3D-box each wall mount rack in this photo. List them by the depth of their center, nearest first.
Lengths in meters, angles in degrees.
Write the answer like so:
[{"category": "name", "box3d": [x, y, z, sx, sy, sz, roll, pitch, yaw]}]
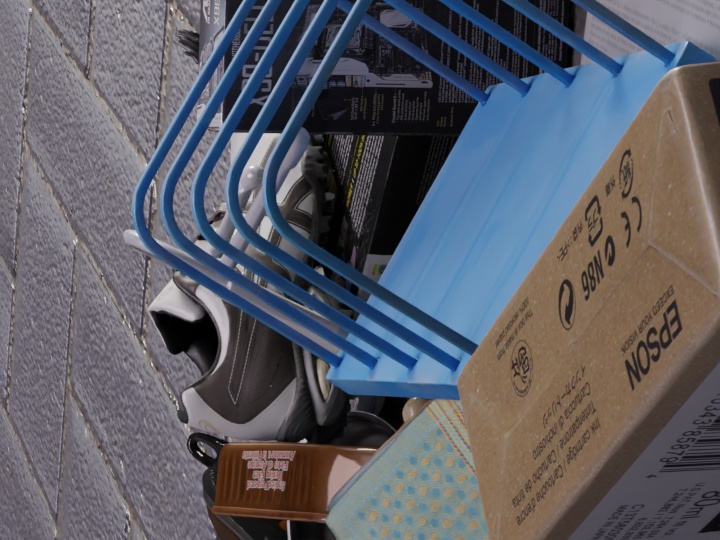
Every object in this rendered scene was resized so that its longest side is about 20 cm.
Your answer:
[{"category": "wall mount rack", "box3d": [0.000, 0.000, 1.315, 0.075, 0.200, 0.174, -65, 7, -4]}]

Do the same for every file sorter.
[{"category": "file sorter", "box3d": [0.012, -0.042, 1.099, 0.139, 0.123, 0.200, -60, 15, -10]}]

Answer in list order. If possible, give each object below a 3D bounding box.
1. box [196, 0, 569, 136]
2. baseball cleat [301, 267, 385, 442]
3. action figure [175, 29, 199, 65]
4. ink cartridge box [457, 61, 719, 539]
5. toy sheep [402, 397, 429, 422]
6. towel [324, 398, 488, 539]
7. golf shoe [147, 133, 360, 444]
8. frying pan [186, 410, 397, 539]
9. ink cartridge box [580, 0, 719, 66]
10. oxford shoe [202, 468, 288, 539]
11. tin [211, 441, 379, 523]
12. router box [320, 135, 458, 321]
[{"category": "box", "box3d": [0.013, -0.157, 1.287, 0.050, 0.157, 0.201, -154, 65, -71]}, {"category": "baseball cleat", "box3d": [-0.026, 0.019, 1.596, 0.200, 0.070, 0.107, 59, 141, 42]}, {"category": "action figure", "box3d": [-0.043, -0.199, 1.510, 0.119, 0.102, 0.200, -62, -7, -78]}, {"category": "ink cartridge box", "box3d": [0.136, 0.017, 0.858, 0.200, 0.164, 0.075, 119, 145, -59]}, {"category": "toy sheep", "box3d": [0.055, 0.137, 1.193, 0.200, 0.138, 0.138, 63, 153, 25]}, {"category": "towel", "box3d": [0.084, 0.081, 1.076, 0.200, 0.022, 0.147, -48, 62, 28]}, {"category": "golf shoe", "box3d": [-0.058, -0.007, 1.455, 0.078, 0.094, 0.200, 100, 164, -53]}, {"category": "frying pan", "box3d": [-0.020, 0.132, 1.516, 0.190, 0.031, 0.115, -11, 81, 51]}, {"category": "ink cartridge box", "box3d": [0.136, -0.133, 1.083, 0.162, 0.050, 0.200, -137, 54, -68]}, {"category": "oxford shoe", "box3d": [-0.045, 0.161, 1.628, 0.200, 0.072, 0.085, -126, 38, -63]}, {"category": "tin", "box3d": [0.006, 0.100, 1.368, 0.200, 0.112, 0.042, -6, 75, 64]}, {"category": "router box", "box3d": [0.016, -0.082, 1.451, 0.200, 0.051, 0.149, 104, 158, -44]}]
